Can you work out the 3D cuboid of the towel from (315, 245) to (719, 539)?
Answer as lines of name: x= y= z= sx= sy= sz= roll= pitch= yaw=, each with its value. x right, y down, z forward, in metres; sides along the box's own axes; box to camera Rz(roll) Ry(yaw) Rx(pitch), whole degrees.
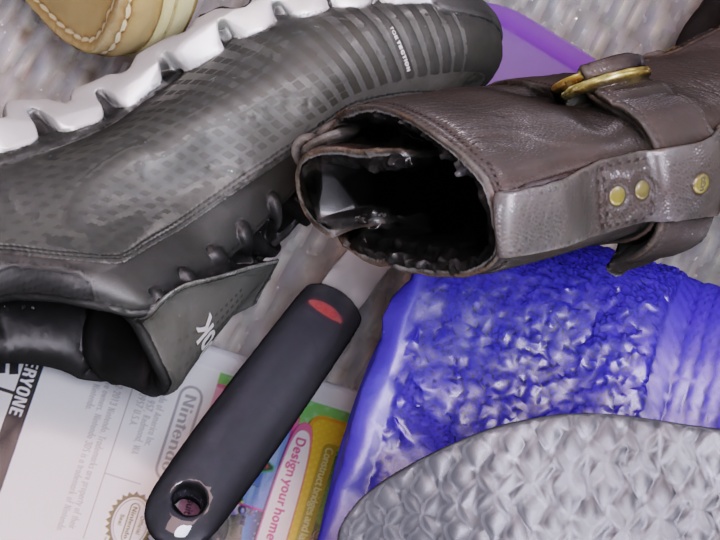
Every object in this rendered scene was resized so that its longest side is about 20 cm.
towel: x=0.087 y=0.075 z=0.687 sx=0.199 sy=0.050 sz=0.148 roll=14 pitch=85 yaw=12

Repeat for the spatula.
spatula: x=0.000 y=0.000 z=0.764 sx=0.056 sy=0.021 sz=0.200 roll=33 pitch=55 yaw=7

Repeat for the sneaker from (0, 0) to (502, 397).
sneaker: x=-0.046 y=-0.014 z=0.737 sx=0.199 sy=0.067 sz=0.091 roll=-19 pitch=68 yaw=-16

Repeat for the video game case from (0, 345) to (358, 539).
video game case: x=-0.051 y=0.117 z=0.729 sx=0.181 sy=0.022 sz=0.201 roll=17 pitch=69 yaw=0

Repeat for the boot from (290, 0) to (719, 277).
boot: x=0.065 y=-0.040 z=0.701 sx=0.173 sy=0.200 sz=0.070 roll=-11 pitch=99 yaw=-16

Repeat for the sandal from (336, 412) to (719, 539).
sandal: x=0.094 y=0.066 z=0.651 sx=0.199 sy=0.043 sz=0.076 roll=-7 pitch=82 yaw=-4

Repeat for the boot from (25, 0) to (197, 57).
boot: x=-0.145 y=-0.125 z=0.743 sx=0.155 sy=0.073 sz=0.200 roll=-18 pitch=68 yaw=-41
